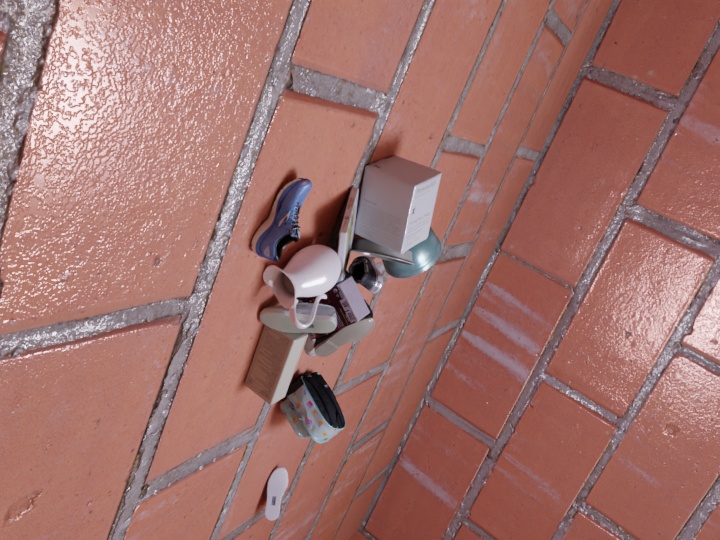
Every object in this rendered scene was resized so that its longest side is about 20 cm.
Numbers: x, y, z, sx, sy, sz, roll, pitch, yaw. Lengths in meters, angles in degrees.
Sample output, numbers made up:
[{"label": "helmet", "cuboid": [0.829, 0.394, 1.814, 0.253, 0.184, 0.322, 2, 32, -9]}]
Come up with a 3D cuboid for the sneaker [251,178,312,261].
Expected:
[{"label": "sneaker", "cuboid": [-0.157, -0.109, 1.426, 0.203, 0.088, 0.078, -61, 159, 1]}]

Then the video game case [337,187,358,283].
[{"label": "video game case", "cuboid": [-0.037, -0.086, 1.711, 0.185, 0.022, 0.203, -77, 176, -45]}]

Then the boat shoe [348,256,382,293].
[{"label": "boat shoe", "cuboid": [0.000, 0.000, 1.733, 0.073, 0.067, 0.200, -58, -158, 11]}]

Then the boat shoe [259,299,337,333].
[{"label": "boat shoe", "cuboid": [-0.157, 0.112, 1.631, 0.073, 0.195, 0.071, -91, -170, -45]}]

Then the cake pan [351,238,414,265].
[{"label": "cake pan", "cuboid": [0.065, -0.055, 1.866, 0.200, 0.196, 0.038, 16, 86, -68]}]

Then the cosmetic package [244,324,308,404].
[{"label": "cosmetic package", "cuboid": [-0.224, 0.236, 1.694, 0.073, 0.102, 0.204, -18, 135, -60]}]

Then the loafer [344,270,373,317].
[{"label": "loafer", "cuboid": [-0.046, 0.072, 1.807, 0.072, 0.203, 0.072, -31, 178, 42]}]

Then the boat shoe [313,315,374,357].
[{"label": "boat shoe", "cuboid": [-0.049, 0.166, 1.771, 0.198, 0.064, 0.073, -32, 132, 19]}]

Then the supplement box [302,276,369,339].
[{"label": "supplement box", "cuboid": [-0.079, 0.102, 1.708, 0.198, 0.111, 0.061, -26, -176, 43]}]

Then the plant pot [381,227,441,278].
[{"label": "plant pot", "cuboid": [0.140, -0.096, 2.010, 0.201, 0.198, 0.136, -49, 129, -24]}]

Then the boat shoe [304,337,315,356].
[{"label": "boat shoe", "cuboid": [-0.131, 0.165, 1.842, 0.085, 0.074, 0.205, -17, 138, -57]}]

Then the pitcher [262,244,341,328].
[{"label": "pitcher", "cuboid": [-0.127, 0.036, 1.586, 0.199, 0.120, 0.175, -29, 99, -49]}]

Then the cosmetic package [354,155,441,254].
[{"label": "cosmetic package", "cuboid": [0.103, -0.187, 1.782, 0.166, 0.164, 0.204, -30, 137, -51]}]

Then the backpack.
[{"label": "backpack", "cuboid": [-0.143, 0.440, 2.001, 0.153, 0.201, 0.175, -45, 162, 8]}]

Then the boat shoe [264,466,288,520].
[{"label": "boat shoe", "cuboid": [-0.297, 0.778, 2.269, 0.068, 0.070, 0.205, -109, -152, -75]}]
